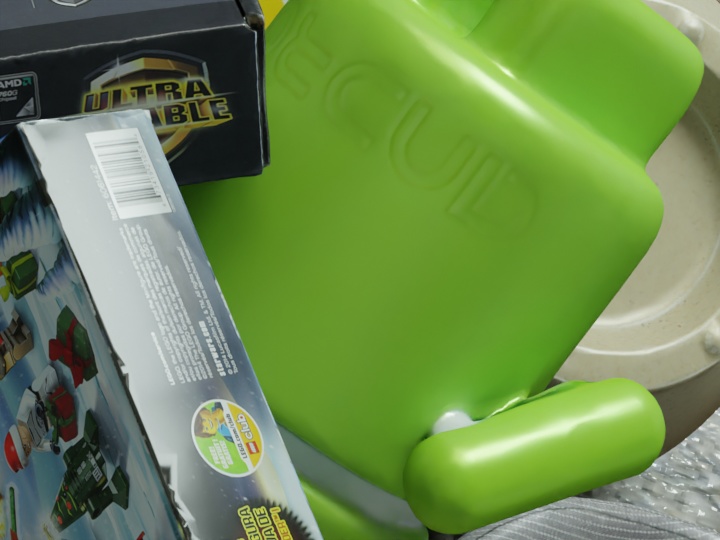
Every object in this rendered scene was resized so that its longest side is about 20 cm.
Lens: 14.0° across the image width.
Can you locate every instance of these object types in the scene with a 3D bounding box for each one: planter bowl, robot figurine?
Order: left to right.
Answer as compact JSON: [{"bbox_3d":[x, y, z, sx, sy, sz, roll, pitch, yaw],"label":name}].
[{"bbox_3d":[0.000,0.000,0.771,0.116,0.200,0.175,29,9,-49],"label":"robot figurine"},{"bbox_3d":[0.056,-0.021,0.917,0.199,0.201,0.135,7,-3,-17],"label":"planter bowl"}]

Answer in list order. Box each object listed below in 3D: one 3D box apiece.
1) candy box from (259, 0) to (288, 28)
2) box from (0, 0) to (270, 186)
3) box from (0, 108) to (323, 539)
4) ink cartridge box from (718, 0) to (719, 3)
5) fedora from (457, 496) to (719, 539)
[{"bbox_3d":[-0.006,-0.105,0.893,0.200,0.027,0.102,-32,19,-29],"label":"candy box"},{"bbox_3d":[-0.139,-0.077,0.761,0.199,0.050,0.199,-9,34,-9],"label":"box"},{"bbox_3d":[-0.060,0.083,0.672,0.040,0.137,0.201,-9,68,-40],"label":"box"},{"bbox_3d":[0.072,-0.127,1.237,0.199,0.145,0.145,20,27,9],"label":"ink cartridge box"},{"bbox_3d":[0.062,0.124,0.808,0.199,0.091,0.177,5,28,-21],"label":"fedora"}]
